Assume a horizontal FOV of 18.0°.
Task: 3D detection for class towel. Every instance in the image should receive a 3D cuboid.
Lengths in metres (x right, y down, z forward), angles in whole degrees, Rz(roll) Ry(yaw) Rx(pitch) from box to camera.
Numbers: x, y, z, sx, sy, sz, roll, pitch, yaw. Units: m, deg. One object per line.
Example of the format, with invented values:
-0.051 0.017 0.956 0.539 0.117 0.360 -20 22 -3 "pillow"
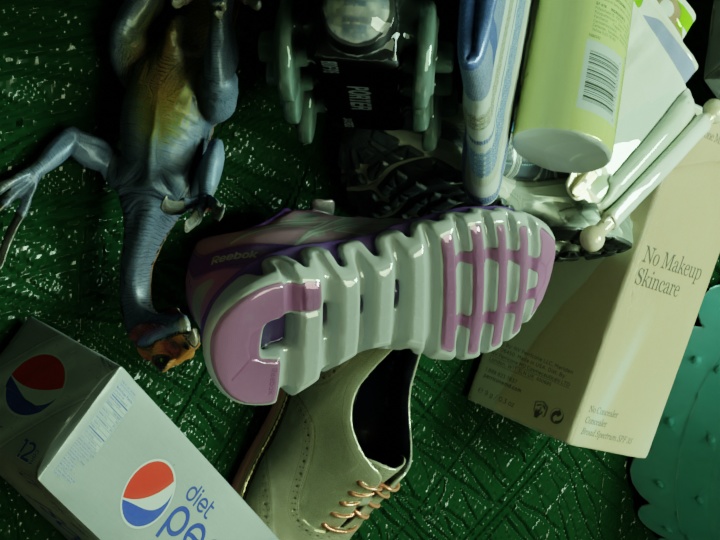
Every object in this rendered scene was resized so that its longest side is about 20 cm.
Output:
0.062 -0.125 1.038 0.200 0.024 0.148 72 27 -74 "towel"

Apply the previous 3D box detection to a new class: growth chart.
0.118 -0.131 1.180 0.145 0.018 0.201 -38 103 -31 "growth chart"

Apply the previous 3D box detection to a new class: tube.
0.116 -0.149 1.143 0.052 0.058 0.201 16 70 -12 "tube"

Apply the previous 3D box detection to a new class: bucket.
0.285 0.113 1.473 0.207 0.134 0.209 -25 126 -41 "bucket"

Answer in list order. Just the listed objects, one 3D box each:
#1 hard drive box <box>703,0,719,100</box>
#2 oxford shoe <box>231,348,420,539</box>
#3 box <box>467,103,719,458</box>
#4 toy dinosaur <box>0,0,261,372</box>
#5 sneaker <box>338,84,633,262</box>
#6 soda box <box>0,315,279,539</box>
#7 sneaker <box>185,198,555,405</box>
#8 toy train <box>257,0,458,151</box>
0.282 -0.136 1.360 0.200 0.076 0.157 41 54 -52 "hard drive box"
-0.017 0.108 1.160 0.071 0.074 0.202 -6 112 -48 "oxford shoe"
0.145 -0.003 1.297 0.095 0.077 0.201 12 98 -52 "box"
-0.073 -0.055 1.002 0.200 0.105 0.182 -40 145 -39 "toy dinosaur"
0.062 -0.063 1.191 0.199 0.077 0.087 17 66 -44 "sneaker"
-0.104 0.108 1.061 0.064 0.068 0.200 -53 139 -16 "soda box"
0.000 0.000 1.099 0.199 0.088 0.081 -11 121 -28 "sneaker"
0.003 -0.120 1.006 0.200 0.085 0.115 66 28 -83 "toy train"
